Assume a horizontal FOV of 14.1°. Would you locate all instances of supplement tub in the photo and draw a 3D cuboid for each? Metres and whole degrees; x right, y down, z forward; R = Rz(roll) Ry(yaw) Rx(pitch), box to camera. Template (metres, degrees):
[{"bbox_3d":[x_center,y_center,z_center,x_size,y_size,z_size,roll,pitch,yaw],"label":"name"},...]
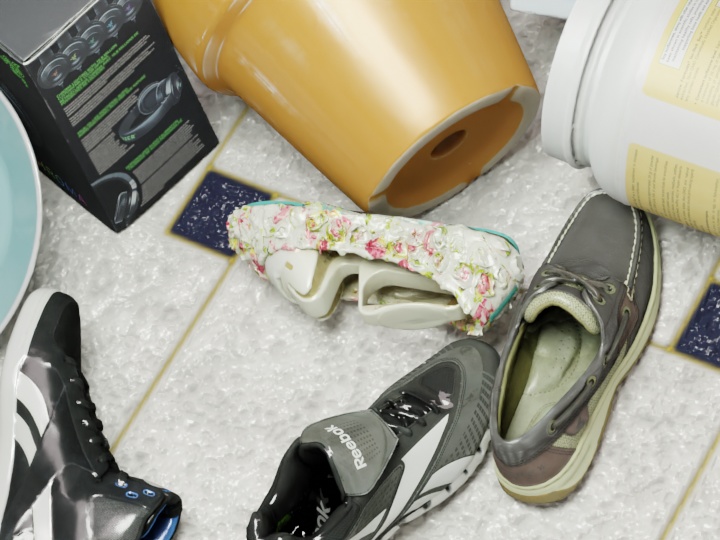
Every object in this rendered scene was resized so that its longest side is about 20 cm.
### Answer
[{"bbox_3d":[0.217,-0.091,1.648,0.199,0.146,0.146,21,66,18],"label":"supplement tub"}]

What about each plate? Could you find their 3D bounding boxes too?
[{"bbox_3d":[-0.268,-0.036,1.786,0.199,0.026,0.202,1,92,32],"label":"plate"}]

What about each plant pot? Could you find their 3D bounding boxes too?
[{"bbox_3d":[0.007,-0.138,1.732,0.200,0.200,0.184,-34,72,-6],"label":"plant pot"}]

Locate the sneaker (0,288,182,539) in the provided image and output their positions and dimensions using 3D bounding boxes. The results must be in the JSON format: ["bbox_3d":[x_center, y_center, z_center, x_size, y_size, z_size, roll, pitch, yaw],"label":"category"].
[{"bbox_3d":[-0.153,0.109,1.690,0.111,0.073,0.201,2,68,13],"label":"sneaker"}]

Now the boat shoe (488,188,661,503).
[{"bbox_3d":[0.122,0.033,1.656,0.071,0.066,0.202,11,63,22],"label":"boat shoe"}]

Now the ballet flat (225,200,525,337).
[{"bbox_3d":[0.000,0.000,1.697,0.199,0.076,0.064,5,56,29],"label":"ballet flat"}]

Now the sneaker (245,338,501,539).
[{"bbox_3d":[0.008,0.106,1.628,0.066,0.091,0.200,36,74,29],"label":"sneaker"}]

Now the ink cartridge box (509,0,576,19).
[{"bbox_3d":[0.181,-0.240,1.712,0.159,0.201,0.047,8,24,-3],"label":"ink cartridge box"}]

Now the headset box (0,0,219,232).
[{"bbox_3d":[-0.197,-0.148,1.776,0.093,0.200,0.174,-43,59,-13],"label":"headset box"}]
